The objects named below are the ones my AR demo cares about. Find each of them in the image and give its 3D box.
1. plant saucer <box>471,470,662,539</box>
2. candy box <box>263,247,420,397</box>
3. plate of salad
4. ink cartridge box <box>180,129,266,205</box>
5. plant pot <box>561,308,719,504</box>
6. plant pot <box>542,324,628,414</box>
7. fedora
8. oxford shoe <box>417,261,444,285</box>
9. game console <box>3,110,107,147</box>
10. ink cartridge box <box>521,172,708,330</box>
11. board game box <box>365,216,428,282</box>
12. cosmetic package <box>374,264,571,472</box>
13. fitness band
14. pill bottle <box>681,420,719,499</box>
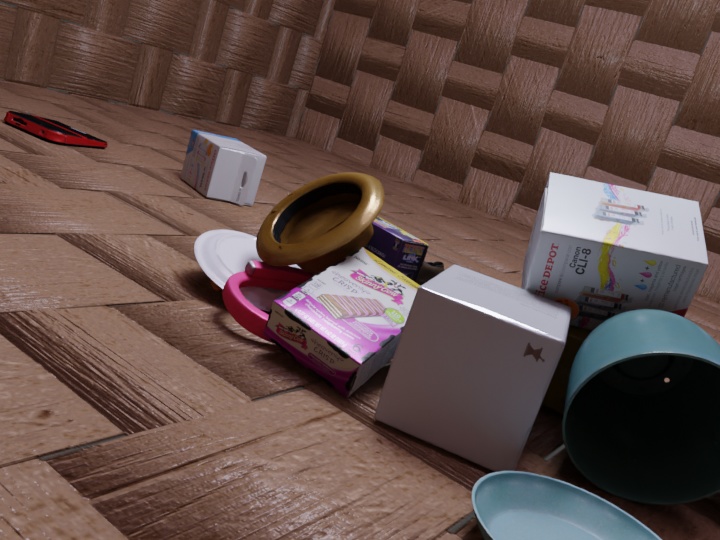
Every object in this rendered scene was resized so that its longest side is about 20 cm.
[{"bbox_3d":[0.187,0.248,0.642,0.200,0.036,0.200,17,13,-4],"label":"plant saucer"},{"bbox_3d":[-0.006,0.058,0.931,0.136,0.061,0.200,34,36,18],"label":"candy box"},{"bbox_3d":[-0.159,0.007,1.100,0.200,0.048,0.200,26,25,-13],"label":"plate of salad"},{"bbox_3d":[-0.326,-0.244,1.749,0.125,0.129,0.200,7,17,-37],"label":"ink cartridge box"},{"bbox_3d":[0.333,0.137,0.843,0.200,0.201,0.161,19,29,3],"label":"plant pot"},{"bbox_3d":[0.330,0.116,1.047,0.194,0.196,0.200,23,26,21],"label":"plant pot"},{"bbox_3d":[-0.049,-0.056,1.042,0.201,0.201,0.082,34,-20,49],"label":"fedora"},{"bbox_3d":[0.115,0.032,1.165,0.200,0.084,0.073,53,-8,-21],"label":"oxford shoe"},{"bbox_3d":[-0.766,-0.350,1.832,0.200,0.031,0.177,24,10,22],"label":"game console"},{"bbox_3d":[0.322,-0.016,0.955,0.200,0.145,0.145,13,41,10],"label":"ink cartridge box"},{"bbox_3d":[0.000,0.000,1.113,0.057,0.165,0.200,7,16,-37],"label":"board game box"},{"bbox_3d":[0.141,0.106,0.865,0.166,0.167,0.200,21,13,14],"label":"cosmetic package"},{"bbox_3d":[-0.091,0.047,1.000,0.200,0.037,0.144,9,32,-38],"label":"fitness band"},{"bbox_3d":[0.484,0.238,0.833,0.114,0.114,0.200,5,3,-43],"label":"pill bottle"}]
